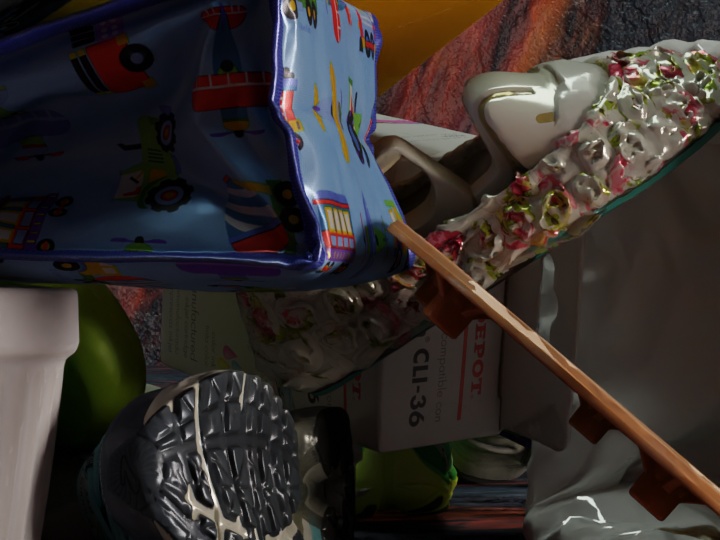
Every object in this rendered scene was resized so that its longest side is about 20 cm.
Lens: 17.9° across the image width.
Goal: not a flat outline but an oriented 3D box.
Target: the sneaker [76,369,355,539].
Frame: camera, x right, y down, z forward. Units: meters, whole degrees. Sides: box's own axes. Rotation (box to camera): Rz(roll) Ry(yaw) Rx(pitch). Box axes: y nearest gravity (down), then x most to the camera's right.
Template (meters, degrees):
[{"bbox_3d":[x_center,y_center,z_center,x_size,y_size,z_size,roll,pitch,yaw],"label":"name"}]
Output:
[{"bbox_3d":[-0.061,0.082,0.780,0.086,0.078,0.200,-6,-11,12],"label":"sneaker"}]

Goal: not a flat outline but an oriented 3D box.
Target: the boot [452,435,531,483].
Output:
[{"bbox_3d":[0.130,0.053,1.126,0.198,0.068,0.131,-3,-36,15],"label":"boot"}]

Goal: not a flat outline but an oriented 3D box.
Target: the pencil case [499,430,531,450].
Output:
[{"bbox_3d":[0.097,0.046,1.003,0.199,0.078,0.087,24,-31,-12],"label":"pencil case"}]

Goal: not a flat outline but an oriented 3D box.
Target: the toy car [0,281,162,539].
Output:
[{"bbox_3d":[-0.178,0.044,0.876,0.199,0.176,0.150,2,34,38],"label":"toy car"}]

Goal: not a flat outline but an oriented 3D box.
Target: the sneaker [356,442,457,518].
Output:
[{"bbox_3d":[0.015,0.072,1.102,0.073,0.084,0.200,1,-1,-5],"label":"sneaker"}]

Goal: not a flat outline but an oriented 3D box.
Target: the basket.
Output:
[{"bbox_3d":[0.183,0.019,0.861,0.160,0.202,0.198,4,-1,-34],"label":"basket"}]

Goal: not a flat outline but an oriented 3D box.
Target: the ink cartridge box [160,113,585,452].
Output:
[{"bbox_3d":[0.000,0.000,0.910,0.067,0.117,0.199,-6,14,-37],"label":"ink cartridge box"}]

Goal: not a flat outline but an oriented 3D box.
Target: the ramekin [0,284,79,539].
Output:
[{"bbox_3d":[-0.187,0.055,0.703,0.199,0.106,0.200,1,0,0],"label":"ramekin"}]

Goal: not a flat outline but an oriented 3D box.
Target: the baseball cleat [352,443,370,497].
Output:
[{"bbox_3d":[-0.071,0.088,1.019,0.106,0.070,0.200,-14,2,-22],"label":"baseball cleat"}]

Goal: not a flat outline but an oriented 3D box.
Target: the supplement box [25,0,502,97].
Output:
[{"bbox_3d":[-0.076,-0.163,0.816,0.196,0.201,0.133,-8,-16,-37],"label":"supplement box"}]

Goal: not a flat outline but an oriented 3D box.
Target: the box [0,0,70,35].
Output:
[{"bbox_3d":[-0.176,-0.067,0.666,0.158,0.046,0.199,-22,0,-44],"label":"box"}]

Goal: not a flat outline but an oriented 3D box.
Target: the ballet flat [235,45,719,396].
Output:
[{"bbox_3d":[0.038,-0.029,0.798,0.199,0.064,0.076,-35,25,5],"label":"ballet flat"}]

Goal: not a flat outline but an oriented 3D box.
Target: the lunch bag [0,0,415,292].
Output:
[{"bbox_3d":[-0.097,-0.028,0.718,0.199,0.095,0.151,-10,-3,11],"label":"lunch bag"}]

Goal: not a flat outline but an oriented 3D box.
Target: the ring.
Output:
[{"bbox_3d":[0.082,0.054,0.700,0.200,0.019,0.200,41,2,-1],"label":"ring"}]
